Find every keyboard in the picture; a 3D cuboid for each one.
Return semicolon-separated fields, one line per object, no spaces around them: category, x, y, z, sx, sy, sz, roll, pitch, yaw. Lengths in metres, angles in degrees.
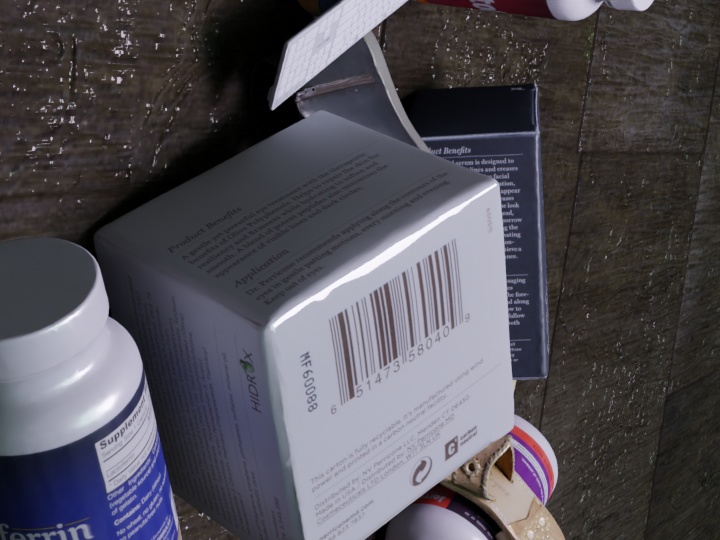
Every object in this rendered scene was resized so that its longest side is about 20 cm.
keyboard;-0.002;-0.175;1.100;0.200;0.011;0.057;-45;168;-43

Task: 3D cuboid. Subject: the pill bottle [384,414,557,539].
pill bottle;0.095;0.224;1.455;0.200;0.111;0.114;-50;142;-44

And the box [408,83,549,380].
box;0.096;-0.032;1.294;0.149;0.105;0.203;-72;159;-70

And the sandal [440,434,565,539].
sandal;0.115;0.166;1.379;0.212;0.070;0.078;48;45;-4

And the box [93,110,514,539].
box;-0.030;0.041;1.019;0.198;0.170;0.202;-32;131;-33

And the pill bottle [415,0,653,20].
pill bottle;0.127;-0.253;1.232;0.113;0.198;0.114;-33;129;-55

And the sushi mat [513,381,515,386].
sushi mat;0.136;0.113;1.605;0.095;0.012;0.203;20;82;-62

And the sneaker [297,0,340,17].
sneaker;0.011;-0.264;1.139;0.088;0.074;0.202;38;69;-65

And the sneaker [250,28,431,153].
sneaker;-0.009;-0.071;1.139;0.106;0.074;0.202;-34;99;-46

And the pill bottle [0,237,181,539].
pill bottle;-0.168;0.091;0.877;0.116;0.114;0.202;-48;140;-45
